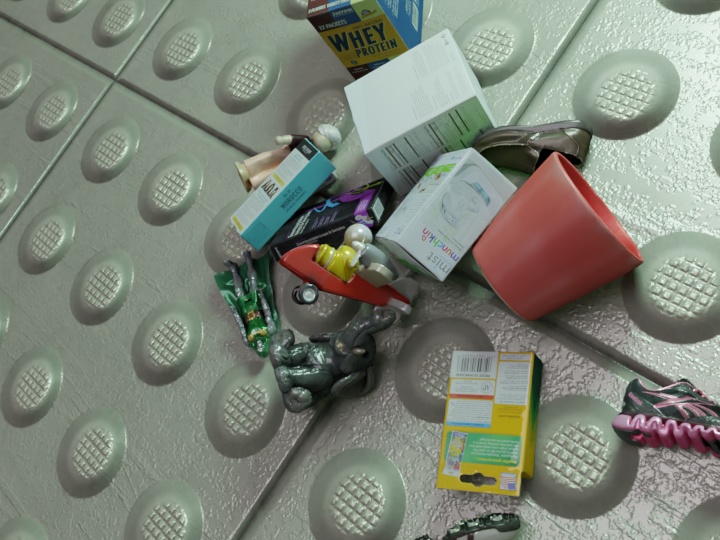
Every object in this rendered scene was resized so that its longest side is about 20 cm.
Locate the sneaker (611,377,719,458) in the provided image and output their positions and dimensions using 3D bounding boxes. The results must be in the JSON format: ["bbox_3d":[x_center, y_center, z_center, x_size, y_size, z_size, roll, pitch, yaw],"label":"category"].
[{"bbox_3d":[0.424,0.180,1.078,0.198,0.079,0.096,4,58,30],"label":"sneaker"}]

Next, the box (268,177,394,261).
[{"bbox_3d":[-0.048,-0.089,1.443,0.199,0.036,0.143,-21,21,22],"label":"box"}]

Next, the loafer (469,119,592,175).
[{"bbox_3d":[0.263,-0.186,1.338,0.198,0.073,0.072,-8,62,27],"label":"loafer"}]

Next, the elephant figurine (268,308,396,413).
[{"bbox_3d":[-0.034,0.140,1.319,0.198,0.155,0.143,-19,101,-6],"label":"elephant figurine"}]

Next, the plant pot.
[{"bbox_3d":[0.269,-0.035,1.202,0.177,0.200,0.201,-40,53,20],"label":"plant pot"}]

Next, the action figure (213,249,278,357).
[{"bbox_3d":[-0.190,0.063,1.492,0.117,0.055,0.201,-27,61,12],"label":"action figure"}]

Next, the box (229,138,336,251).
[{"bbox_3d":[-0.138,-0.134,1.493,0.200,0.049,0.082,-46,33,3],"label":"box"}]

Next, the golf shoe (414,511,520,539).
[{"bbox_3d":[0.134,0.388,1.149,0.199,0.077,0.089,-28,76,18],"label":"golf shoe"}]

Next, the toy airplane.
[{"bbox_3d":[0.000,0.000,1.321,0.199,0.199,0.142,8,83,32],"label":"toy airplane"}]

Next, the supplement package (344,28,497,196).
[{"bbox_3d":[0.105,-0.258,1.415,0.199,0.151,0.153,-26,57,16],"label":"supplement package"}]

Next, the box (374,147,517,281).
[{"bbox_3d":[0.120,-0.086,1.291,0.177,0.096,0.200,-52,9,-2],"label":"box"}]

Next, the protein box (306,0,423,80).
[{"bbox_3d":[0.015,-0.492,1.548,0.134,0.200,0.200,-8,63,26],"label":"protein box"}]

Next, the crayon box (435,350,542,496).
[{"bbox_3d":[0.183,0.217,1.203,0.125,0.052,0.202,-2,66,29],"label":"crayon box"}]

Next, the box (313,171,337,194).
[{"bbox_3d":[-0.137,-0.138,1.563,0.199,0.041,0.039,-32,55,12],"label":"box"}]

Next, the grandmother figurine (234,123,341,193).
[{"bbox_3d":[-0.127,-0.208,1.549,0.199,0.121,0.061,-27,78,-7],"label":"grandmother figurine"}]
